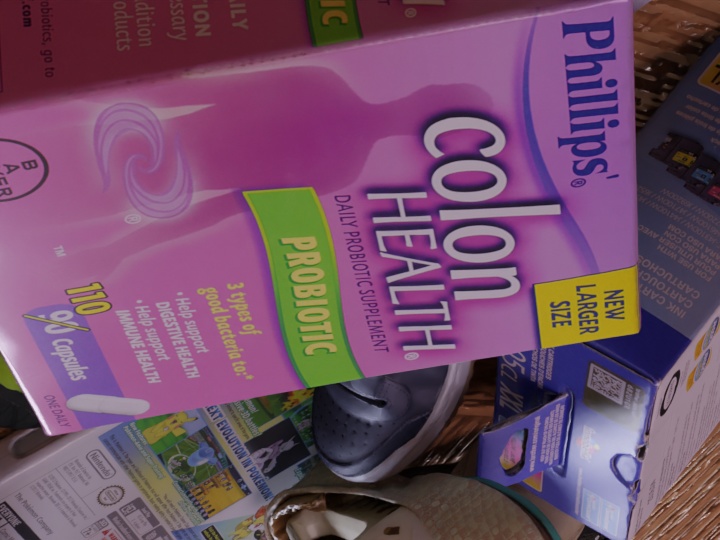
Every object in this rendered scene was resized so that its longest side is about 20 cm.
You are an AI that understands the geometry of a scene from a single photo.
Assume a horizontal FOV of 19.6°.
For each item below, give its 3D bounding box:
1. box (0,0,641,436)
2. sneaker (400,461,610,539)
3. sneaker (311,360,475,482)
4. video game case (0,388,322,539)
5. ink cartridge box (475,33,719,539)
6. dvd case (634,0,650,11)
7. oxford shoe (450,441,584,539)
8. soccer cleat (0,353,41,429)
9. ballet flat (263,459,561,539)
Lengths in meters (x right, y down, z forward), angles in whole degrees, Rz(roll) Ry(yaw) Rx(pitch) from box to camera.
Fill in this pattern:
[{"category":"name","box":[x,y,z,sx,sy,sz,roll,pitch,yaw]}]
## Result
[{"category":"box","box":[-0.023,-0.046,0.624,0.200,0.097,0.176,-10,148,1]},{"category":"sneaker","box":[0.061,0.142,1.061,0.199,0.076,0.114,-22,142,-27]},{"category":"sneaker","box":[0.000,0.000,0.794,0.108,0.070,0.200,-4,128,-44]},{"category":"video game case","box":[-0.081,0.098,0.921,0.182,0.022,0.200,-30,149,-4]},{"category":"ink cartridge box","box":[0.121,0.019,0.863,0.200,0.076,0.137,-50,158,-28]},{"category":"dvd case","box":[0.093,-0.144,0.667,0.200,0.016,0.149,-37,145,4]},{"category":"oxford shoe","box":[0.081,0.086,0.958,0.200,0.071,0.074,-52,165,-50]},{"category":"soccer cleat","box":[-0.176,0.014,0.680,0.081,0.068,0.200,-34,144,20]},{"category":"ballet flat","box":[0.016,0.117,0.858,0.062,0.068,0.200,-25,-170,-21]}]
